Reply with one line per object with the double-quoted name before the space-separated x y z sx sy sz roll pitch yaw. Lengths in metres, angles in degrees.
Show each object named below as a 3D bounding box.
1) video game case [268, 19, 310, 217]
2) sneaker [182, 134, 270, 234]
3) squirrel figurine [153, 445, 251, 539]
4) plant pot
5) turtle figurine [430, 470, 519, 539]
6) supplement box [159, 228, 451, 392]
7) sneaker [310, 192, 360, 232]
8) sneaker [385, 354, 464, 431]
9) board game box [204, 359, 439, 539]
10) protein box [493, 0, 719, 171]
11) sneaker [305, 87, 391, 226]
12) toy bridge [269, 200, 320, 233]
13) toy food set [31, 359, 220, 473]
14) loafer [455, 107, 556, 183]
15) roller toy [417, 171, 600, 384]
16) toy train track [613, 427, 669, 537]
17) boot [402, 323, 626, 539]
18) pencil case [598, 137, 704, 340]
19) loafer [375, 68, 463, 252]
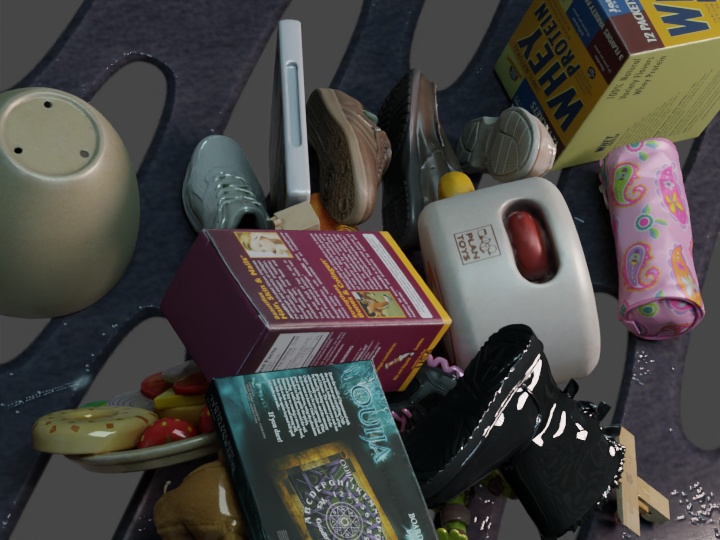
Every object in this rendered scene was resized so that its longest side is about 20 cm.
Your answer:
"video game case" -0.063 -0.087 1.566 0.023 0.200 0.183 0 59 -6
"sneaker" -0.107 -0.046 1.583 0.078 0.099 0.201 -3 61 -20
"squirrel figurine" -0.062 0.196 1.362 0.199 0.187 0.142 -5 60 12
"plant pot" -0.275 -0.079 1.518 0.200 0.135 0.201 10 56 -16
"turtle figurine" 0.061 0.181 1.529 0.199 0.065 0.161 21 38 5
"supplement box" -0.042 0.034 1.410 0.200 0.086 0.110 0 44 -43
"sneaker" 0.000 0.000 1.601 0.073 0.077 0.200 5 45 -35
"sneaker" 0.007 0.118 1.505 0.199 0.079 0.096 5 53 20
"board game box" -0.022 0.161 1.291 0.135 0.028 0.201 -5 58 -27
"protein box" 0.276 -0.225 1.785 0.199 0.199 0.135 -14 65 -28
"sneaker" 0.001 -0.108 1.652 0.075 0.071 0.200 11 34 -21
"toy bridge" -0.065 0.015 1.505 0.067 0.200 0.027 -22 59 -12
"toy food set" -0.150 0.112 1.428 0.198 0.199 0.049 -35 113 -67
"loafer" 0.150 -0.113 1.680 0.063 0.200 0.072 17 91 -17
"roller toy" 0.123 0.016 1.572 0.139 0.182 0.201 -14 105 -2
"toy train track" 0.200 0.170 1.579 0.200 0.032 0.115 39 36 -27
"boot" 0.124 0.160 1.451 0.198 0.073 0.163 -50 120 -25
"pencil case" 0.283 -0.033 1.743 0.087 0.088 0.201 8 56 -17
"loafer" 0.058 -0.101 1.710 0.071 0.073 0.201 15 60 -25
